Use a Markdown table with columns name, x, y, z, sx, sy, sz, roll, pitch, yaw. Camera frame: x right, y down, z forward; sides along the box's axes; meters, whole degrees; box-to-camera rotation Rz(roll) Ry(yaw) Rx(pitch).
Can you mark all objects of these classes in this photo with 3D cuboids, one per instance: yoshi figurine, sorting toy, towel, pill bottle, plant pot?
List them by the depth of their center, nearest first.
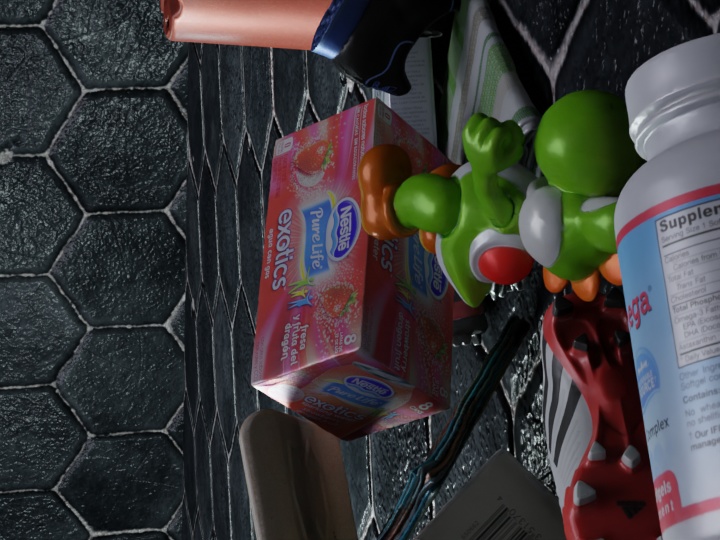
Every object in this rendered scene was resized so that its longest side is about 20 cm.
| name | x | y | z | sx | sy | sz | roll | pitch | yaw |
| --- | --- | --- | --- | --- | --- | --- | --- | --- | --- |
| pill bottle | 0.159 | 0.013 | 0.696 | 0.109 | 0.108 | 0.201 | 117 | 149 | -68 |
| yoshi figurine | 0.093 | -0.054 | 0.992 | 0.200 | 0.112 | 0.112 | 5 | 133 | 50 |
| towel | 0.046 | 0.126 | 1.152 | 0.147 | 0.022 | 0.200 | -61 | -5 | 36 |
| sorting toy | -0.037 | 0.188 | 1.165 | 0.200 | 0.036 | 0.186 | 30 | -132 | -77 |
| towel | 0.090 | -0.097 | 1.229 | 0.200 | 0.031 | 0.150 | -103 | 17 | -50 |
| plant pot | -0.079 | -0.281 | 1.584 | 0.201 | 0.195 | 0.201 | 177 | 90 | -78 |

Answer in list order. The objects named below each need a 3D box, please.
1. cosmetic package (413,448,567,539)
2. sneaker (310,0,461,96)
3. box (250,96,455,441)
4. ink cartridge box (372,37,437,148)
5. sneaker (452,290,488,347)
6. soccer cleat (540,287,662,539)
| name | x | y | z | sx | sy | sz | roll | pitch | yaw |
| --- | --- | --- | --- | --- | --- | --- | --- | --- | --- |
| cosmetic package | 0.074 | 0.202 | 1.116 | 0.103 | 0.087 | 0.200 | 43 | 157 | 11 |
| sneaker | 0.043 | -0.219 | 1.254 | 0.200 | 0.078 | 0.070 | -60 | 13 | -5 |
| box | 0.000 | 0.000 | 1.204 | 0.094 | 0.103 | 0.200 | -20 | 51 | 33 |
| ink cartridge box | 0.031 | -0.169 | 1.388 | 0.200 | 0.040 | 0.201 | -143 | 51 | -86 |
| sneaker | 0.047 | -0.003 | 1.333 | 0.200 | 0.071 | 0.098 | -123 | 30 | -70 |
| soccer cleat | 0.134 | 0.101 | 0.963 | 0.085 | 0.068 | 0.200 | 88 | 176 | -52 |
